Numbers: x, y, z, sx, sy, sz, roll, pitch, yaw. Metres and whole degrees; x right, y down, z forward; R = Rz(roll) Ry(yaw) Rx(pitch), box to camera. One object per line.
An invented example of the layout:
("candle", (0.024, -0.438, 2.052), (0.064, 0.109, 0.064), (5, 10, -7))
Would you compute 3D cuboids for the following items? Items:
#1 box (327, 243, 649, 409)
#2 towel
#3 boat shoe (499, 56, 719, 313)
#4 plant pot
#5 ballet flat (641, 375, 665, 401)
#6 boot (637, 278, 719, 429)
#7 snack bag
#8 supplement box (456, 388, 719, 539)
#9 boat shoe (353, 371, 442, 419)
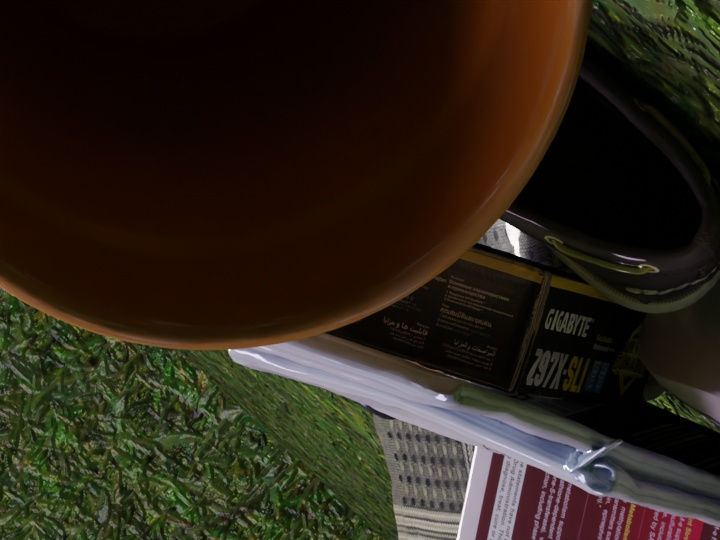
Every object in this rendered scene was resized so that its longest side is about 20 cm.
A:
("box", (0.000, 0.000, 1.074), (0.200, 0.049, 0.160), (18, 180, 22))
("towel", (0.056, 0.061, 1.251), (0.200, 0.035, 0.193), (-4, 99, 65))
("boat shoe", (0.040, -0.061, 0.968), (0.201, 0.072, 0.061), (33, 173, 10))
("plant pot", (-0.050, -0.103, 0.837), (0.200, 0.200, 0.183), (46, -173, -22))
("ballet flat", (0.114, 0.070, 1.233), (0.074, 0.074, 0.200), (68, -177, -71))
("boot", (0.173, 0.056, 0.965), (0.090, 0.073, 0.200), (39, -178, -24))
("snack bag", (0.018, 0.045, 1.012), (0.189, 0.021, 0.200), (17, 177, 37))
("supplement box", (0.132, 0.123, 1.090), (0.200, 0.109, 0.061), (24, -159, 35))
("boat shoe", (-0.024, 0.005, 1.256), (0.075, 0.062, 0.200), (22, -170, -39))
